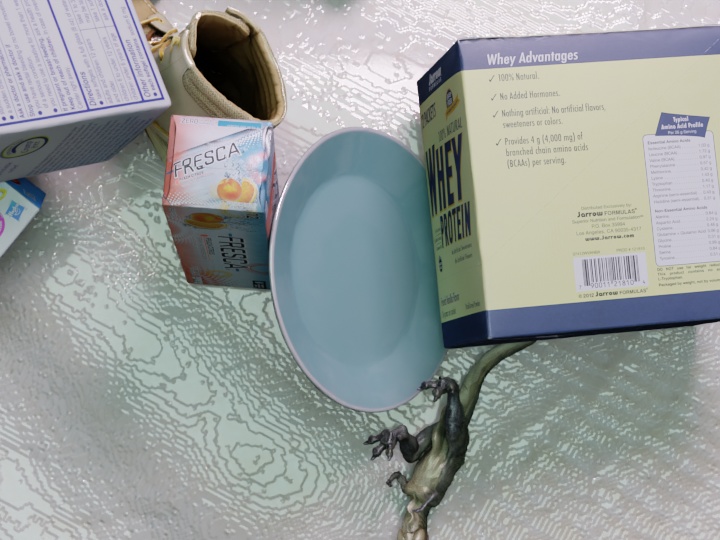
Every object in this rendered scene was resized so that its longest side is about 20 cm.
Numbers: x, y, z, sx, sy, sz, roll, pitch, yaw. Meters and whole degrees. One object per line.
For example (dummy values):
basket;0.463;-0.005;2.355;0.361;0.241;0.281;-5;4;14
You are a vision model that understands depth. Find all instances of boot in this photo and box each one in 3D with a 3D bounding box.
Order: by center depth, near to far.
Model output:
boot;-0.134;-0.158;1.162;0.073;0.155;0.200;-33;88;-25

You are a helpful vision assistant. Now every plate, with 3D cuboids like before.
plate;0.000;0.000;1.166;0.026;0.200;0.201;-6;84;41

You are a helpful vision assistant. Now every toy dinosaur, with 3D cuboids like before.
toy dinosaur;0.057;0.117;1.191;0.047;0.088;0.200;23;82;40

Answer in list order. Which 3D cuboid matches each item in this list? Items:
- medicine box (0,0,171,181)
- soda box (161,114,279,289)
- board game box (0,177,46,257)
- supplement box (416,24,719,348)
medicine box;-0.256;-0.156;1.092;0.200;0.103;0.182;-15;79;-37
soda box;-0.091;-0.043;1.134;0.068;0.200;0.064;4;76;0
board game box;-0.357;-0.035;1.146;0.196;0.056;0.200;39;96;-14
supplement box;0.156;-0.056;1.159;0.200;0.134;0.200;-5;85;-11
